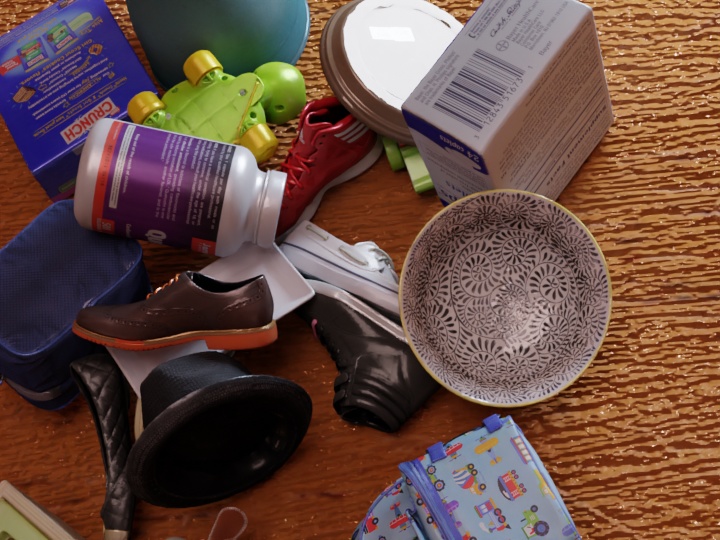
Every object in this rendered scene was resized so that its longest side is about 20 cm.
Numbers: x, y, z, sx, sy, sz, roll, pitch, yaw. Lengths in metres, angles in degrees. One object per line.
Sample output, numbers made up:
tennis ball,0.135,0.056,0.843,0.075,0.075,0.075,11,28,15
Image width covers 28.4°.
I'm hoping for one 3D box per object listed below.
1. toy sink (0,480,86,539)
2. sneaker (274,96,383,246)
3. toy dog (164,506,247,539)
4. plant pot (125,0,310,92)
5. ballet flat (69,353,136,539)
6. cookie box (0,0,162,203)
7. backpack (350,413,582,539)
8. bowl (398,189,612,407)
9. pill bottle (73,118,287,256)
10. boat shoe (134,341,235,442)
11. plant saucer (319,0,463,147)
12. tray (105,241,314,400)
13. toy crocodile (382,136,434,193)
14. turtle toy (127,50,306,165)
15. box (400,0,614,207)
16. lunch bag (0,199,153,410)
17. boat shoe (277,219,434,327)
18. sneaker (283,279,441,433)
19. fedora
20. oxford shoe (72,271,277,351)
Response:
toy sink,-0.294,0.308,1.322,0.199,0.112,0.131,29,74,40
sneaker,-0.071,-0.112,1.491,0.200,0.116,0.078,-44,61,-9
toy dog,-0.106,0.287,1.312,0.198,0.096,0.133,-9,62,11
plant pot,-0.175,-0.316,1.582,0.198,0.188,0.201,-6,62,12
ballet flat,-0.253,0.183,1.407,0.056,0.066,0.202,-3,77,-20
cookie box,-0.329,-0.205,1.634,0.170,0.075,0.201,-32,60,-2
backpack,0.082,0.244,1.253,0.199,0.135,0.183,-23,61,-2
bowl,0.134,0.029,1.361,0.199,0.094,0.203,0,85,0
pill bottle,-0.178,-0.079,1.417,0.198,0.113,0.113,12,66,-3
boat shoe,-0.164,0.096,1.439,0.064,0.071,0.201,15,68,23
plant saucer,0.053,-0.217,1.498,0.199,0.030,0.201,11,55,-17
tray,-0.151,0.049,1.416,0.199,0.022,0.107,-33,53,-12
toy crocodile,0.050,-0.171,1.519,0.067,0.062,0.201,-16,61,7
turtle toy,-0.146,-0.157,1.541,0.199,0.101,0.146,-36,75,-3
box,0.150,-0.153,1.401,0.105,0.200,0.184,31,75,28
lunch bag,-0.311,0.046,1.469,0.136,0.133,0.200,36,66,26
boat shoe,0.000,0.000,1.439,0.199,0.074,0.067,25,75,26
sneaker,-0.017,0.086,1.402,0.199,0.071,0.099,30,70,22
fedora,-0.145,0.137,1.340,0.200,0.201,0.092,-34,57,-3
oxford shoe,-0.179,0.034,1.360,0.198,0.071,0.073,-2,105,5
